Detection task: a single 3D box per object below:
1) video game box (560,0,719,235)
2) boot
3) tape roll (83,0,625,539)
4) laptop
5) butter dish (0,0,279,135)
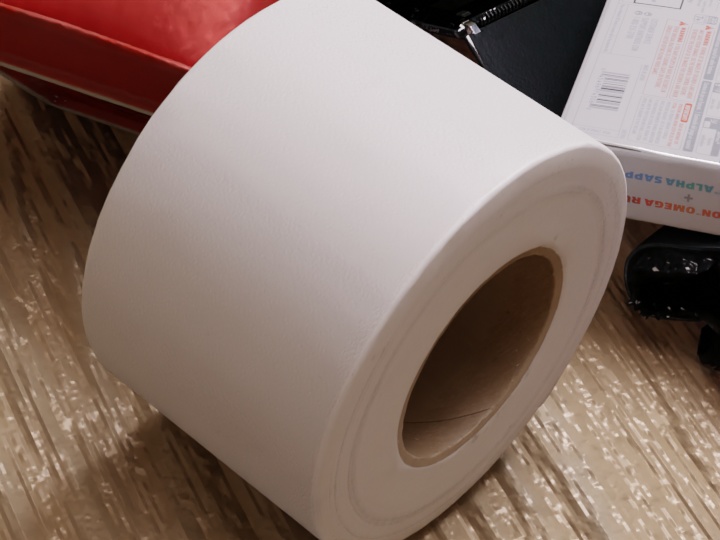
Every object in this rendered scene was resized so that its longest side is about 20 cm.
[{"bbox_3d":[0.202,-0.085,1.072,0.181,0.047,0.200,9,37,13],"label":"video game box"},{"bbox_3d":[0.247,0.003,1.057,0.199,0.077,0.168,24,44,21],"label":"boot"},{"bbox_3d":[0.000,0.000,0.924,0.139,0.203,0.202,35,50,26],"label":"tape roll"},{"bbox_3d":[0.109,-0.124,1.215,0.177,0.104,0.200,-28,29,-32],"label":"laptop"},{"bbox_3d":[-0.094,-0.143,1.051,0.199,0.199,0.148,19,88,13],"label":"butter dish"}]
